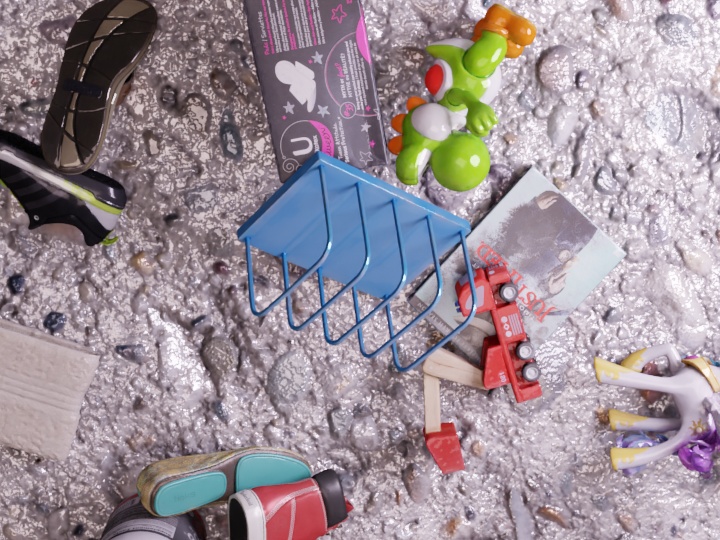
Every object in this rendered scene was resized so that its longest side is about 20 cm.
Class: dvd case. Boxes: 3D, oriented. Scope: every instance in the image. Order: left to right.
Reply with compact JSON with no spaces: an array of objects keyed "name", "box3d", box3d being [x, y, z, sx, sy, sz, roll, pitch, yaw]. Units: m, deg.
[{"name":"dvd case","box3d":[0.168,0.007,1.487,0.146,0.022,0.200,42,98,-8]}]

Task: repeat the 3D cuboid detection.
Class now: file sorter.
[{"name":"file sorter","box3d":[0.000,0.000,1.368,0.199,0.123,0.139,23,132,-32]}]

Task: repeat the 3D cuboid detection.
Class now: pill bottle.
[{"name":"pill bottle","box3d":[-0.225,0.315,1.442,0.115,0.200,0.117,0,101,-1]}]

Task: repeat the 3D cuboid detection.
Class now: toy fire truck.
[{"name":"toy fire truck","box3d":[0.118,0.103,1.469,0.140,0.049,0.201,-17,101,3]}]

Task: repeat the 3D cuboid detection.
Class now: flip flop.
[{"name":"flip flop","box3d":[-0.269,-0.190,1.416,0.081,0.058,0.201,17,82,6]}]

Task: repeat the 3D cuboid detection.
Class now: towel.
[{"name":"towel","box3d":[-0.394,0.120,1.488,0.199,0.034,0.133,18,101,-6]}]

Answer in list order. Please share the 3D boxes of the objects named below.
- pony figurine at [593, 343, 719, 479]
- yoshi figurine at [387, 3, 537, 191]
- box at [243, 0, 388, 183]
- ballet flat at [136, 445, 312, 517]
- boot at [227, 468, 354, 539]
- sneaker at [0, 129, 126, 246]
[{"name":"pony figurine","box3d":[0.364,0.159,1.469,0.199,0.166,0.194,-10,93,16]},{"name":"yoshi figurine","box3d":[0.116,-0.161,1.397,0.112,0.112,0.200,39,80,-43]},{"name":"box","box3d":[-0.044,-0.202,1.387,0.114,0.132,0.201,-9,101,3]},{"name":"ballet flat","box3d":[-0.149,0.221,1.488,0.199,0.071,0.071,-5,102,-32]},{"name":"boot","box3d":[-0.074,0.311,1.514,0.144,0.072,0.201,-12,127,-29]},{"name":"sneaker","box3d":[-0.341,-0.083,1.432,0.199,0.072,0.083,25,101,-5]}]
